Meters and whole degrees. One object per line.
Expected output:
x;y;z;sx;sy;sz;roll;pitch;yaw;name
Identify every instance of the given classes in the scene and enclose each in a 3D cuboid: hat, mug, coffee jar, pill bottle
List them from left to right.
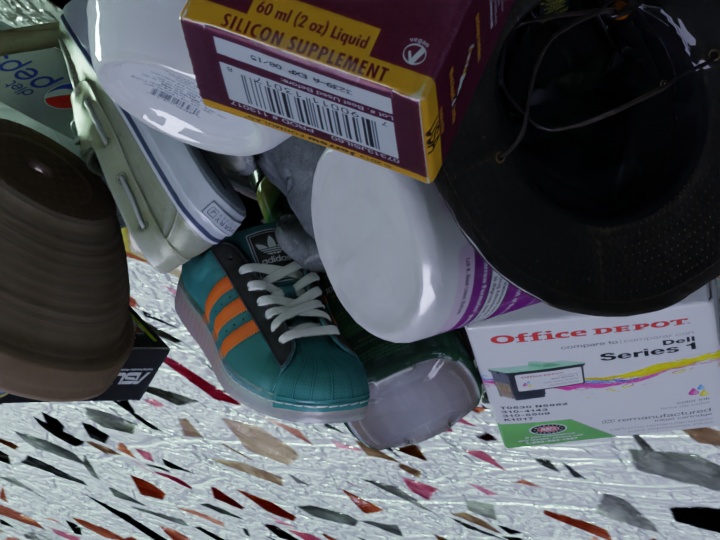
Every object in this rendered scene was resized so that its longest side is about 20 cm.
-0.029;-0.138;1.289;0.200;0.175;0.148;31;161;-20;mug
0.000;0.000;1.630;0.085;0.200;0.104;-24;151;4;coffee jar
0.084;-0.040;1.393;0.200;0.112;0.112;-16;-177;-30;pill bottle
0.104;-0.078;1.294;0.201;0.201;0.081;30;173;-18;hat

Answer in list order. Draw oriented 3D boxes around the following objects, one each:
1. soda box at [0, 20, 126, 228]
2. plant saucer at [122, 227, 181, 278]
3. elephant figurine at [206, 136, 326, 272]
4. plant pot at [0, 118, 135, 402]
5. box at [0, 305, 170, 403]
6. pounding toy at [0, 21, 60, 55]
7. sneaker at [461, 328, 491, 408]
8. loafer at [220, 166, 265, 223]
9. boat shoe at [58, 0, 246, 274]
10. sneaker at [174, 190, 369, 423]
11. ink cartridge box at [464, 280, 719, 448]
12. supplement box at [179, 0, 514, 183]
-0.197;-0.092;1.686;0.200;0.068;0.063;27;135;40;soda box
-0.095;-0.008;1.839;0.200;0.048;0.200;28;180;-12;plant saucer
-0.054;-0.104;1.517;0.200;0.142;0.155;42;130;-4;elephant figurine
-0.205;-0.022;1.554;0.201;0.093;0.201;29;-159;-13;plant pot
-0.233;0.002;1.654;0.200;0.044;0.160;44;-158;27;box
-0.273;-0.151;1.579;0.142;0.184;0.200;37;163;7;pounding toy
0.084;0.062;1.893;0.200;0.076;0.116;21;170;43;sneaker
-0.079;-0.056;1.755;0.072;0.063;0.200;4;153;41;loafer
-0.135;-0.082;1.561;0.072;0.062;0.200;45;-170;-51;boat shoe
-0.053;0.019;1.548;0.071;0.080;0.200;-6;-153;-27;sneaker
0.140;0.028;1.612;0.145;0.084;0.200;-7;155;8;ink cartridge box
0.016;-0.154;1.152;0.110;0.200;0.086;20;160;12;supplement box
